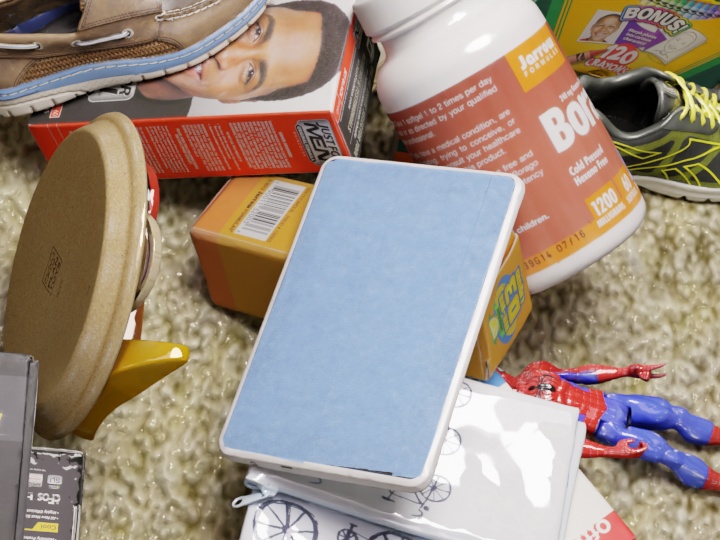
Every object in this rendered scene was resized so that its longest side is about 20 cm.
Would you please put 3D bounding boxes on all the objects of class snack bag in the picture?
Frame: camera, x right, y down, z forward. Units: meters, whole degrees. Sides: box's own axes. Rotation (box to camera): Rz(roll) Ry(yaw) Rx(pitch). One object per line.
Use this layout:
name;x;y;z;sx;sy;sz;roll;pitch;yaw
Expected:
snack bag;0.023;0.142;1.133;0.188;0.021;0.201;17;59;-3

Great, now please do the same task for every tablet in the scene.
tablet;0.007;0.025;1.144;0.129;0.014;0.201;7;61;25

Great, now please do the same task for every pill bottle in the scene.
pill bottle;0.080;-0.093;1.228;0.112;0.112;0.201;-36;102;-29

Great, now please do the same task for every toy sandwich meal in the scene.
toy sandwich meal;-0.144;0.009;1.150;0.070;0.205;0.206;13;56;-26

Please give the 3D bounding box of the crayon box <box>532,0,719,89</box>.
crayon box;0.186;-0.184;1.352;0.199;0.119;0.059;10;54;-36

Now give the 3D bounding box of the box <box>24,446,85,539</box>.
box;-0.252;0.169;1.089;0.199;0.049;0.161;5;77;-11

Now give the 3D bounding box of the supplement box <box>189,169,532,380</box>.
supplement box;0.000;0.000;1.219;0.199;0.067;0.069;17;50;28

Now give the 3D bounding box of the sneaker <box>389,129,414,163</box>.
sneaker;0.053;-0.071;1.312;0.071;0.080;0.201;11;58;-11

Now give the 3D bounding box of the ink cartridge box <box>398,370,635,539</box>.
ink cartridge box;0.075;0.152;1.192;0.116;0.067;0.200;-32;72;-28

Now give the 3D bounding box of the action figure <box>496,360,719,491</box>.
action figure;0.163;0.092;1.264;0.199;0.052;0.066;14;61;-2

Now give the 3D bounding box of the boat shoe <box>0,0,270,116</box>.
boat shoe;-0.149;-0.156;1.227;0.199;0.073;0.072;-23;49;1

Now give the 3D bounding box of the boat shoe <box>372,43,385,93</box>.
boat shoe;0.011;-0.161;1.366;0.200;0.069;0.074;-36;53;-23

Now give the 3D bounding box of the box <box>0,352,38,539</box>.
box;-0.272;0.136;1.044;0.199;0.050;0.200;6;74;-10

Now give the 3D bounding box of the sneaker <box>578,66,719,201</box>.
sneaker;0.212;-0.094;1.364;0.199;0.085;0.075;-7;62;-18

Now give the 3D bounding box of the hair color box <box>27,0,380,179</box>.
hair color box;-0.095;-0.113;1.263;0.199;0.061;0.102;-2;53;17
